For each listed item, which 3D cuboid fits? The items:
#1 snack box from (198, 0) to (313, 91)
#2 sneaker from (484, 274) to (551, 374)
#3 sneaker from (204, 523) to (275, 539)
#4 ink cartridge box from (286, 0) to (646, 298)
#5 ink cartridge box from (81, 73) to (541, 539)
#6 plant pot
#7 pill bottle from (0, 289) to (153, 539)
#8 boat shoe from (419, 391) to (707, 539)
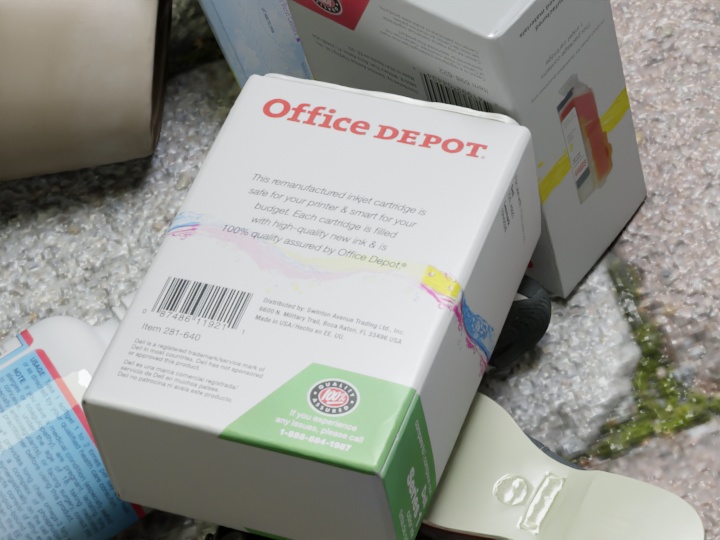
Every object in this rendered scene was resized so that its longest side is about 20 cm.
[{"bbox_3d":[-0.077,-0.203,1.426,0.067,0.169,0.200,-22,53,1],"label":"snack box"},{"bbox_3d":[0.000,0.000,1.316,0.199,0.075,0.085,3,56,19],"label":"sneaker"},{"bbox_3d":[-0.066,0.155,1.216,0.199,0.091,0.076,-24,54,0],"label":"sneaker"},{"bbox_3d":[0.051,-0.098,1.293,0.145,0.200,0.083,27,64,31],"label":"ink cartridge box"},{"bbox_3d":[-0.016,0.019,1.200,0.144,0.084,0.200,12,55,19],"label":"ink cartridge box"},{"bbox_3d":[-0.191,-0.126,1.412,0.173,0.200,0.201,5,55,-1],"label":"plant pot"},{"bbox_3d":[-0.162,0.092,1.277,0.200,0.109,0.109,-32,53,-7],"label":"pill bottle"},{"bbox_3d":[0.075,0.111,1.221,0.199,0.063,0.071,21,66,28],"label":"boat shoe"}]
